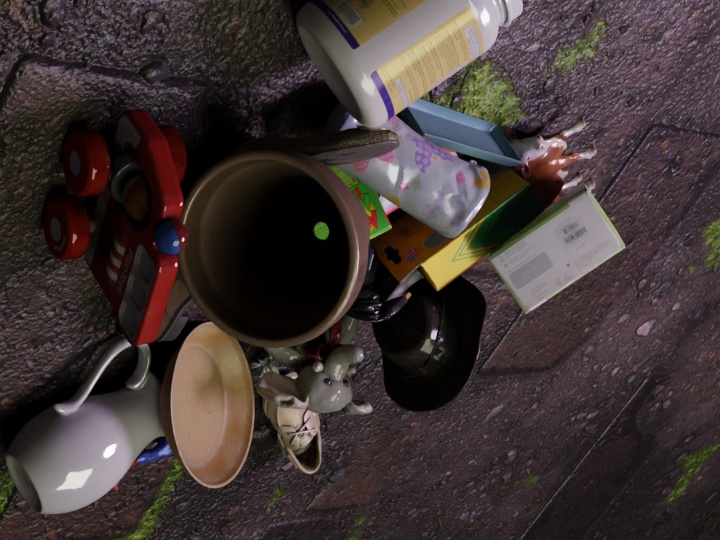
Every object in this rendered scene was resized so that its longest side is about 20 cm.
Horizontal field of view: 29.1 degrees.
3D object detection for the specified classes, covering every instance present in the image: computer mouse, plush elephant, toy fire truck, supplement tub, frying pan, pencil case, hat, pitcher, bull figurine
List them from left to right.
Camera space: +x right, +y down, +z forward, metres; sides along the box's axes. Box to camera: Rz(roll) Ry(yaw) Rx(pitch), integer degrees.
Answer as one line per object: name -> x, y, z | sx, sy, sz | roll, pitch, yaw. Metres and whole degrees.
pitcher -> -0.317, 0.179, 1.632 | 0.199, 0.121, 0.172 | -31, 127, -29
toy fire truck -> -0.223, -0.047, 1.384 | 0.112, 0.168, 0.201 | -8, 136, -38
plush elephant -> -0.053, 0.106, 1.740 | 0.164, 0.155, 0.201 | 0, 131, -43
computer mouse -> 0.000, 0.000, 1.642 | 0.200, 0.140, 0.046 | -42, 144, -62
pencil case -> 0.048, -0.119, 1.547 | 0.199, 0.083, 0.091 | 31, 95, -14
frying pan -> 0.063, 0.021, 1.862 | 0.115, 0.031, 0.190 | -44, 169, -10
supplement tub -> 0.050, -0.256, 1.416 | 0.200, 0.146, 0.146 | -35, 147, -5
hat -> 0.063, 0.077, 1.720 | 0.081, 0.201, 0.201 | 22, 116, -33
bull figurine -> 0.243, -0.133, 1.812 | 0.121, 0.065, 0.200 | -21, 151, -7

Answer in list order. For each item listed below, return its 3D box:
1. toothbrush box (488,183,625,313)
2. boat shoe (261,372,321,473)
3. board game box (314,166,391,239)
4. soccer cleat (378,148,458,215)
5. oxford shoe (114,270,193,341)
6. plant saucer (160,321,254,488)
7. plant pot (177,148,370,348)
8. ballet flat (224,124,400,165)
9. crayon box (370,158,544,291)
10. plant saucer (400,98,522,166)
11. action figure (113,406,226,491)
toothbrush box -> 0.243, -0.031, 1.733 | 0.145, 0.086, 0.200 | -34, 180, 11
boat shoe -> -0.086, 0.213, 1.918 | 0.072, 0.065, 0.201 | -28, 145, -16
board game box -> -0.075, -0.051, 1.584 | 0.199, 0.048, 0.102 | -28, 106, -15
soccer cleat -> 0.027, -0.100, 1.671 | 0.199, 0.067, 0.077 | -23, 108, -9
oxford shoe -> -0.221, 0.008, 1.540 | 0.084, 0.073, 0.201 | -4, 133, -38
plant saucer -> -0.192, 0.164, 1.695 | 0.035, 0.201, 0.200 | -5, 156, 24
plant pot -> -0.066, -0.033, 1.454 | 0.201, 0.200, 0.174 | -51, 169, 19
ballet flat -> -0.054, -0.134, 1.475 | 0.199, 0.047, 0.067 | -7, 169, 23
crayon box -> 0.116, -0.054, 1.734 | 0.200, 0.127, 0.051 | -36, 120, -1
plant saucer -> 0.117, -0.164, 1.659 | 0.199, 0.070, 0.019 | 11, 131, -49
action figure -> -0.233, 0.225, 1.796 | 0.199, 0.065, 0.099 | -30, 139, -11
